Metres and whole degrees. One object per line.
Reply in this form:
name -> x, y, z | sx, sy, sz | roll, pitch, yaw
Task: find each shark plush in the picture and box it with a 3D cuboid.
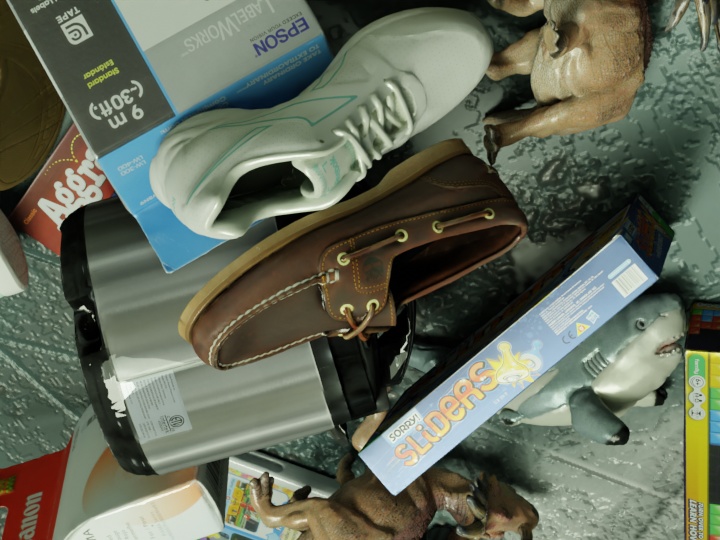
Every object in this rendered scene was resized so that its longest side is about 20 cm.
shark plush -> 0.116, 0.052, 1.181 | 0.200, 0.091, 0.083 | 4, 107, 39

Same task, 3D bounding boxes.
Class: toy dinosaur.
toy dinosaur -> 0.012, 0.170, 1.211 | 0.136, 0.200, 0.086 | 46, 162, 27
toy dinosaur -> 0.136, -0.124, 1.024 | 0.135, 0.086, 0.200 | -8, 148, -21

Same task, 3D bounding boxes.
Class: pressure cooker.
pressure cooker -> -0.066, 0.024, 1.109 | 0.200, 0.179, 0.176 | -15, 159, 1

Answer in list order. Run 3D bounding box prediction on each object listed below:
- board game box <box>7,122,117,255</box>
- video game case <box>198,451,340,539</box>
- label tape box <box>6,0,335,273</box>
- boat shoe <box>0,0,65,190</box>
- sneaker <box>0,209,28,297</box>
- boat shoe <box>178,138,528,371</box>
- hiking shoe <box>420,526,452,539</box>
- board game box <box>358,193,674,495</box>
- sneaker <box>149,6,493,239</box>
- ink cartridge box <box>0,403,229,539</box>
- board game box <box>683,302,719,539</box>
board game box -> -0.139, -0.070, 1.176 | 0.103, 0.019, 0.200 | 36, 126, -8
video game case -> -0.120, 0.201, 1.357 | 0.182, 0.024, 0.200 | 20, 126, 2
label tape box -> -0.097, -0.121, 1.014 | 0.143, 0.066, 0.200 | -29, 84, -3
boat shoe -> -0.230, -0.136, 1.129 | 0.066, 0.074, 0.200 | 36, 144, 25
sneaker -> -0.305, -0.046, 1.160 | 0.118, 0.074, 0.201 | -19, 124, 6
boat shoe -> 0.000, 0.000, 0.988 | 0.070, 0.200, 0.070 | 52, 161, 21
hiking shoe -> -0.005, 0.254, 1.310 | 0.200, 0.074, 0.087 | -15, 124, 10
board game box -> 0.095, 0.041, 1.079 | 0.200, 0.135, 0.034 | -41, 90, 17
sneaker -> -0.011, -0.071, 0.976 | 0.200, 0.080, 0.071 | -29, 123, -7
ink cartridge box -> -0.184, 0.136, 1.218 | 0.200, 0.162, 0.050 | -17, 119, 8
board game box -> 0.289, 0.120, 1.158 | 0.165, 0.057, 0.200 | 3, 125, 16
